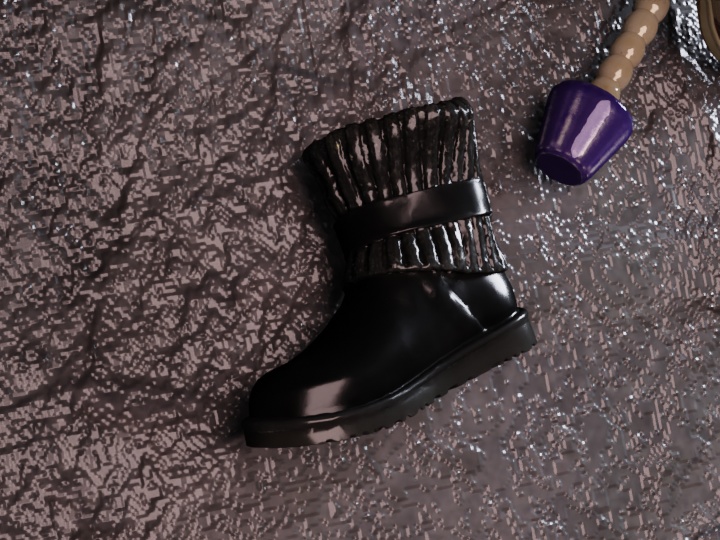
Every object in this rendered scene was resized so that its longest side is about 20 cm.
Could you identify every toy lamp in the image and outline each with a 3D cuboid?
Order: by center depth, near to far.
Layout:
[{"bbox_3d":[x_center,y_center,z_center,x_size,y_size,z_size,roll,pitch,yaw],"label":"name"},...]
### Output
[{"bbox_3d":[0.165,-0.139,1.429,0.058,0.058,0.200,39,63,-17],"label":"toy lamp"}]

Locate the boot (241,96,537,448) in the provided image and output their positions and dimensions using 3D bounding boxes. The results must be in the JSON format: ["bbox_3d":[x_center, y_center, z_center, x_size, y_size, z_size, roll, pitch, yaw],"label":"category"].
[{"bbox_3d":[-0.001,0.000,1.300,0.211,0.079,0.158,-25,101,-40],"label":"boot"}]

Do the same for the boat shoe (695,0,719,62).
[{"bbox_3d":[0.249,-0.176,1.423,0.072,0.072,0.200,-63,146,-19],"label":"boat shoe"}]
